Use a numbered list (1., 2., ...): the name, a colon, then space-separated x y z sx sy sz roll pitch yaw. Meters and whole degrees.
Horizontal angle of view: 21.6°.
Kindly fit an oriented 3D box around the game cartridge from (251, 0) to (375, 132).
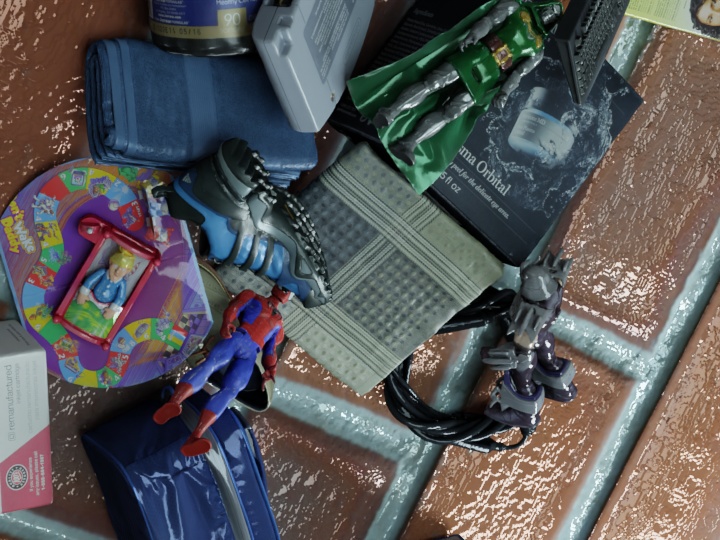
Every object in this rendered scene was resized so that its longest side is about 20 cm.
1. game cartridge: -0.032 -0.222 1.578 0.133 0.040 0.200 63 38 -48

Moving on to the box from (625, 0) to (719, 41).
1. box: 0.299 -0.270 1.809 0.200 0.050 0.075 8 102 -30

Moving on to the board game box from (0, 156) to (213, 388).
1. board game box: -0.215 0.007 1.576 0.158 0.039 0.200 -15 103 -3

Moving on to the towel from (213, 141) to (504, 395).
1. towel: 0.000 0.000 1.699 0.193 0.035 0.200 -41 117 15

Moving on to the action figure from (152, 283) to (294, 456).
1. action figure: -0.104 0.071 1.603 0.065 0.052 0.200 48 42 -15

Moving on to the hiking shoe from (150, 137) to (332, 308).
1. hiking shoe: -0.093 -0.032 1.598 0.087 0.074 0.200 -24 133 13

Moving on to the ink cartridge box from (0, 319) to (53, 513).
1. ink cartridge box: -0.363 0.134 1.549 0.200 0.083 0.147 -9 111 -26

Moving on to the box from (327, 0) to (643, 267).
1. box: 0.114 -0.146 1.707 0.197 0.117 0.200 40 83 -32

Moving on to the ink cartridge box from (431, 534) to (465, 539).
1. ink cartridge box: 0.093 0.381 1.852 0.076 0.136 0.200 -6 109 -22

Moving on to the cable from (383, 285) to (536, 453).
1. cable: 0.106 0.091 1.817 0.200 0.051 0.163 20 96 -32

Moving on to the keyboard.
1. keyboard: 0.205 -0.246 1.652 0.127 0.021 0.200 68 31 -32

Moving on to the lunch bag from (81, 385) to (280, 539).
1. lunch bag: -0.148 0.194 1.658 0.132 0.136 0.200 -24 115 -21

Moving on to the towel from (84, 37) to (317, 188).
1. towel: -0.136 -0.134 1.595 0.200 0.049 0.112 4 70 -30

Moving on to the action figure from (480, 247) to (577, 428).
1. action figure: 0.156 0.061 1.740 0.130 0.069 0.200 -47 149 -33

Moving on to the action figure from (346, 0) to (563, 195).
1. action figure: 0.096 -0.170 1.594 0.200 0.055 0.118 -41 116 -17

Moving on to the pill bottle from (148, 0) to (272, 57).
1. pill bottle: -0.122 -0.282 1.533 0.112 0.112 0.200 -12 112 -25

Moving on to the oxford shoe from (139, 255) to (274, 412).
1. oxford shoe: -0.138 0.048 1.645 0.071 0.074 0.200 -40 122 13
